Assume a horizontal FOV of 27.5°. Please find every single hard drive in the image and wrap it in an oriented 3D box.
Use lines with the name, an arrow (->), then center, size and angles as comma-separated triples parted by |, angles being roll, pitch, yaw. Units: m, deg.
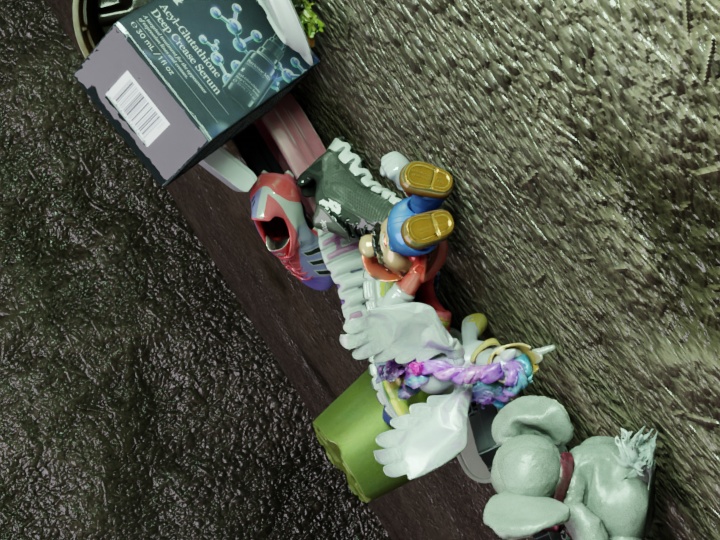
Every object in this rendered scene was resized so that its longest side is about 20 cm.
hard drive -> -0.178, -0.136, 1.659 | 0.132, 0.027, 0.200 | 38, 178, -7
hard drive -> 0.165, 0.197, 1.582 | 0.200, 0.038, 0.140 | 56, -166, -38

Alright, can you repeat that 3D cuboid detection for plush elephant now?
plush elephant -> 0.183, 0.205, 1.328 | 0.154, 0.165, 0.201 | 9, 134, 15

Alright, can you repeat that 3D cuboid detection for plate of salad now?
plate of salad -> -0.084, -0.291, 1.408 | 0.201, 0.048, 0.200 | 63, 177, 5

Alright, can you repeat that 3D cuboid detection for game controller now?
game controller -> -0.118, -0.119, 1.801 | 0.201, 0.042, 0.104 | 58, 175, 22

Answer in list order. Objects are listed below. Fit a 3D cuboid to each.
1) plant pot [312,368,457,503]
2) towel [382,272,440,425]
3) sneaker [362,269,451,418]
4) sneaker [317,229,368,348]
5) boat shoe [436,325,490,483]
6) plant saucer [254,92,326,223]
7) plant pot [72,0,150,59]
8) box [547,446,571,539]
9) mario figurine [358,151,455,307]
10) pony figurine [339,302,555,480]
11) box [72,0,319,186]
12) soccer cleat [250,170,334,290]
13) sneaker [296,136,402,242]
plant pot -> 0.048, 0.189, 1.846 | 0.201, 0.189, 0.200 | 53, 168, 16
towel -> 0.058, 0.091, 1.696 | 0.145, 0.024, 0.202 | -158, 72, -74
sneaker -> 0.060, 0.075, 1.579 | 0.078, 0.090, 0.202 | 6, -111, -54
sneaker -> 0.000, 0.000, 1.707 | 0.088, 0.080, 0.202 | 90, 168, -87
boat shoe -> 0.128, 0.148, 1.714 | 0.201, 0.073, 0.060 | 67, -156, -17
plant saucer -> -0.077, -0.145, 1.760 | 0.201, 0.051, 0.201 | 58, 175, 8
plant pot -> -0.235, -0.302, 1.708 | 0.201, 0.199, 0.198 | 60, 176, -17
box -> 0.214, 0.258, 1.479 | 0.144, 0.036, 0.201 | 41, -156, -62
mario figurine -> 0.034, -0.034, 1.445 | 0.106, 0.124, 0.200 | 34, 162, 4
pony figurine -> 0.079, 0.098, 1.451 | 0.200, 0.192, 0.168 | -168, 62, -78
box -> -0.166, -0.208, 1.518 | 0.149, 0.200, 0.107 | 50, 135, -4
soccer cleat -> -0.080, -0.030, 1.687 | 0.066, 0.077, 0.201 | 2, 143, 21
sneaker -> -0.002, -0.059, 1.605 | 0.200, 0.090, 0.067 | 49, 168, 35
